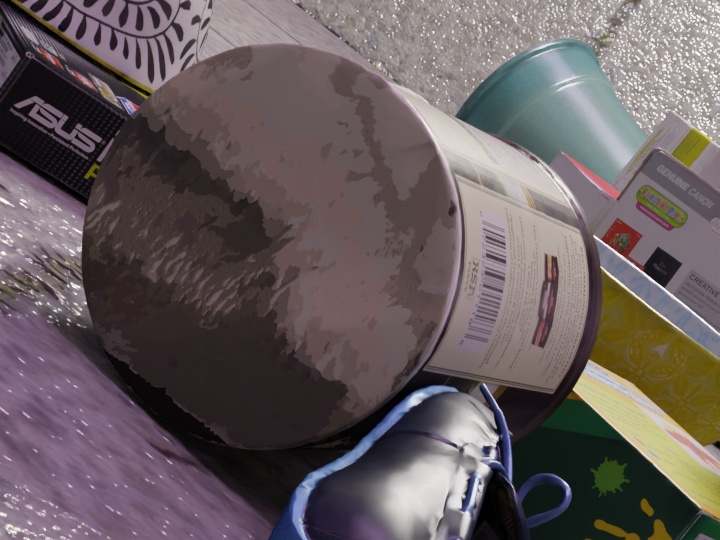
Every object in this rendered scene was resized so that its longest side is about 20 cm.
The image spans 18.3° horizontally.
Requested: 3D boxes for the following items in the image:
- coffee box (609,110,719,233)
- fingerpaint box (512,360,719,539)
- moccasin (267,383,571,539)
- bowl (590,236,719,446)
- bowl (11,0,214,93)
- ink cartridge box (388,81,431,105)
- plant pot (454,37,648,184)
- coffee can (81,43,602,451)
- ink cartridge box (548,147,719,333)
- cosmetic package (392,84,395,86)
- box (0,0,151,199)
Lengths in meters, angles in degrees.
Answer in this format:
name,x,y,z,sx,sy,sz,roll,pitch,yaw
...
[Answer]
name,x,y,z,sx,sy,sz,roll,pitch,yaw
coffee box,0.300,0.008,1.938,0.200,0.200,0.198,36,8,-11
fingerpaint box,0.123,0.108,1.070,0.167,0.073,0.200,44,9,33
moccasin,0.021,0.094,0.737,0.068,0.081,0.200,25,19,12
bowl,0.135,0.050,1.320,0.200,0.108,0.200,36,9,-6
bowl,-0.143,-0.183,1.167,0.201,0.094,0.201,37,7,-5
ink cartridge box,0.043,-0.073,1.691,0.146,0.086,0.200,40,7,11
plant pot,0.217,-0.096,2.266,0.196,0.200,0.200,52,14,29
coffee can,0.000,0.000,0.880,0.146,0.146,0.200,41,9,20
ink cartridge box,0.195,0.011,1.558,0.200,0.176,0.084,32,10,-36
cosmetic package,0.001,-0.027,1.149,0.200,0.071,0.105,-107,-173,-77
box,-0.131,-0.079,1.120,0.160,0.044,0.200,33,9,-27
